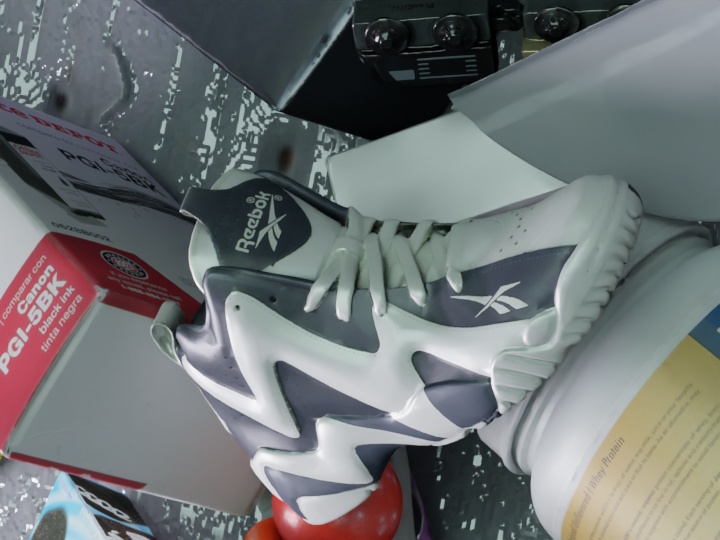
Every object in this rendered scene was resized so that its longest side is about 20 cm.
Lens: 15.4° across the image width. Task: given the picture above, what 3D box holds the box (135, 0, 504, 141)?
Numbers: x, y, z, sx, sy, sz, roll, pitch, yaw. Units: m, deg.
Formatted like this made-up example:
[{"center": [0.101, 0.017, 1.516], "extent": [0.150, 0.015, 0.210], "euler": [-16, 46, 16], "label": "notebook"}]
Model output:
[{"center": [-0.048, -0.154, 1.145], "extent": [0.200, 0.148, 0.105], "euler": [39, 100, 21], "label": "box"}]

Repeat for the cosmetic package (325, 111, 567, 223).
[{"center": [0.093, -0.052, 1.112], "extent": [0.199, 0.082, 0.051], "euler": [-19, 79, 20], "label": "cosmetic package"}]

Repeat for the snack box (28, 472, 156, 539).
[{"center": [-0.118, 0.172, 1.137], "extent": [0.037, 0.200, 0.117], "euler": [23, 96, -22], "label": "snack box"}]

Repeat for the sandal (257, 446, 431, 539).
[{"center": [0.004, 0.119, 1.156], "extent": [0.082, 0.050, 0.204], "euler": [-11, 94, 36], "label": "sandal"}]

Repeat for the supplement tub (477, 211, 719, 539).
[{"center": [0.158, 0.081, 1.038], "extent": [0.200, 0.145, 0.145], "euler": [40, 101, 20], "label": "supplement tub"}]

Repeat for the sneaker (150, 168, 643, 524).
[{"center": [0.000, 0.000, 0.988], "extent": [0.129, 0.080, 0.199], "euler": [41, 132, -15], "label": "sneaker"}]

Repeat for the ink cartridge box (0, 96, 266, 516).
[{"center": [-0.126, 0.005, 1.133], "extent": [0.200, 0.146, 0.083], "euler": [43, 106, 41], "label": "ink cartridge box"}]

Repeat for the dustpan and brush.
[{"center": [0.149, -0.051, 1.021], "extent": [0.139, 0.200, 0.057], "euler": [-23, 39, 41], "label": "dustpan and brush"}]

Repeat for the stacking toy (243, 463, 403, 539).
[{"center": [-0.038, 0.155, 1.123], "extent": [0.085, 0.085, 0.201], "euler": [40, 116, 21], "label": "stacking toy"}]

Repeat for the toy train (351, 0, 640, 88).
[{"center": [0.096, -0.092, 1.031], "extent": [0.199, 0.046, 0.034], "euler": [-3, 43, 10], "label": "toy train"}]

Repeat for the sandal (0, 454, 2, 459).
[{"center": [-0.225, 0.007, 1.241], "extent": [0.079, 0.087, 0.201], "euler": [-27, 74, 20], "label": "sandal"}]
